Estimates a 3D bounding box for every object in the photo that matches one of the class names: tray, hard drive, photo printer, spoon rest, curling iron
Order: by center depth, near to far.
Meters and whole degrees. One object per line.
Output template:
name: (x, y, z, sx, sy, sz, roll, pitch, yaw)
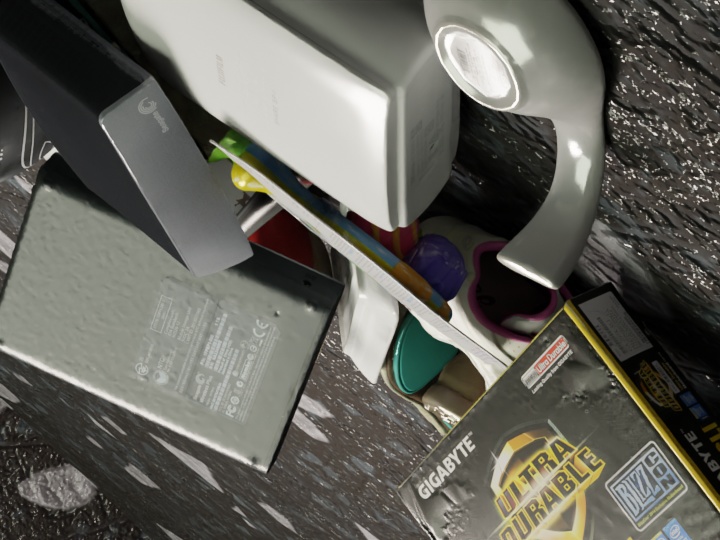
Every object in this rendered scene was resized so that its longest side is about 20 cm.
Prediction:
spoon rest: (0.080, -0.081, 1.256, 0.099, 0.061, 0.200, 28, 150, 33)
photo printer: (-0.043, -0.123, 1.363, 0.200, 0.069, 0.166, 35, 160, 16)
hard drive: (-0.137, -0.076, 1.495, 0.135, 0.042, 0.200, 38, 167, 28)
curling iron: (-0.040, -0.066, 1.523, 0.050, 0.026, 0.200, 37, 146, 0)
tray: (0.000, 0.000, 1.630, 0.022, 0.108, 0.200, -5, 166, -5)
hard drive: (-0.124, 0.028, 1.643, 0.200, 0.033, 0.140, 24, 121, 4)

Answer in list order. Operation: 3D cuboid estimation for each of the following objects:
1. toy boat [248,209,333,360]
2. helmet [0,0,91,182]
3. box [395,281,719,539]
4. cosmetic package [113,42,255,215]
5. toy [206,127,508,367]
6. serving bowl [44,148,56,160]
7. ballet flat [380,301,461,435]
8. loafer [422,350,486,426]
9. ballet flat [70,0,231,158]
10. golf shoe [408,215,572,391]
toy boat: (-0.117, 0.017, 1.716, 0.200, 0.131, 0.131, -6, 162, 39)
helmet: (-0.250, -0.142, 1.604, 0.200, 0.200, 0.191, 20, 149, 53)
box: (0.125, 0.128, 1.492, 0.160, 0.049, 0.200, 52, 134, 13)
cosmetic package: (-0.125, -0.092, 1.682, 0.113, 0.081, 0.200, 44, 165, -21)
toy: (0.007, -0.022, 1.465, 0.200, 0.047, 0.115, 35, 179, -1)
serving bowl: (-0.168, -0.073, 1.885, 0.200, 0.066, 0.200, 36, 167, 9)
ballet flat: (0.036, 0.055, 1.772, 0.062, 0.067, 0.200, 39, 168, 29)
loafer: (0.100, 0.084, 1.701, 0.076, 0.068, 0.200, 36, -178, 17)
ballet flat: (-0.120, -0.147, 1.510, 0.200, 0.062, 0.067, 52, -174, -35)
golf shoe: (0.106, 0.048, 1.549, 0.200, 0.075, 0.092, 42, 162, -18)
